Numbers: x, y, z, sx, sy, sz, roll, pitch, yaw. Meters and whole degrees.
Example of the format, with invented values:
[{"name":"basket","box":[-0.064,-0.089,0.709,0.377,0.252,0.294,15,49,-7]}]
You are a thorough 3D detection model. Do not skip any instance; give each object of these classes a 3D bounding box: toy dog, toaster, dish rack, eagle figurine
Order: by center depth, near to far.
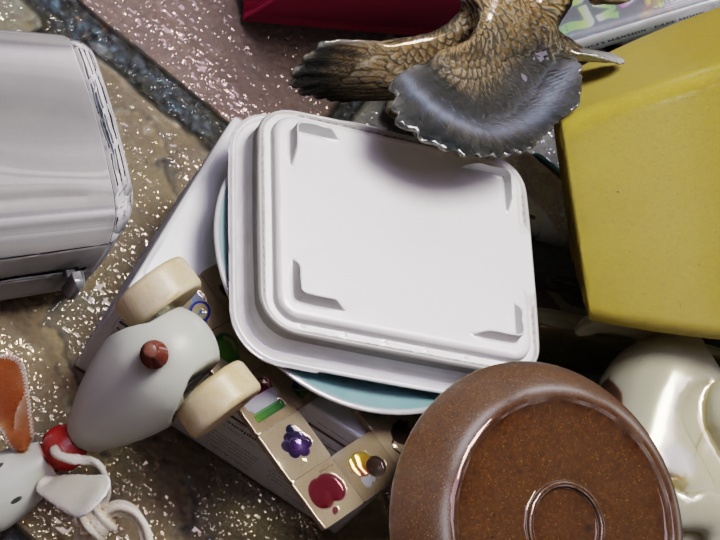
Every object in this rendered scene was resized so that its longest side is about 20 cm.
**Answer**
[{"name":"toy dog","box":[-0.150,0.083,1.224,0.132,0.200,0.096,34,7,13]},{"name":"dish rack","box":[0.021,-0.016,1.299,0.199,0.044,0.172,12,57,-23]},{"name":"toaster","box":[-0.225,-0.071,1.343,0.129,0.114,0.201,-1,60,-33]},{"name":"eagle figurine","box":[0.073,-0.143,1.367,0.151,0.152,0.200,40,76,7]},{"name":"toy dog","box":[0.177,0.137,1.405,0.200,0.139,0.194,-39,102,-27]}]

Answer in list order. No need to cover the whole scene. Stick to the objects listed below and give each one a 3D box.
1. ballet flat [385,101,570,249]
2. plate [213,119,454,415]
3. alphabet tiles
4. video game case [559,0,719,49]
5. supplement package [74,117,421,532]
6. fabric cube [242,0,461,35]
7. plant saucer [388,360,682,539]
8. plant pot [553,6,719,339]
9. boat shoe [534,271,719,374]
[{"name":"ballet flat","box":[0.099,-0.066,1.552,0.200,0.067,0.062,44,79,6]},{"name":"plate","box":[0.000,0.000,1.321,0.199,0.026,0.201,12,58,-21]},{"name":"alphabet tiles","box":[-0.001,0.043,1.316,0.200,0.008,0.167,-29,78,-37]},{"name":"video game case","box":[0.165,-0.256,1.646,0.181,0.023,0.201,-16,64,8]},{"name":"supplement package","box":[-0.047,0.035,1.371,0.200,0.111,0.156,34,52,-7]},{"name":"fabric cube","box":[0.037,-0.286,1.519,0.195,0.200,0.200,3,80,-28]},{"name":"plant saucer","box":[0.111,0.148,1.253,0.200,0.034,0.201,8,74,-27]},{"name":"plant pot","box":[0.221,-0.060,1.433,0.176,0.200,0.201,-10,105,4]},{"name":"boat shoe","box":[0.193,0.040,1.521,0.200,0.072,0.066,10,62,-17]}]
